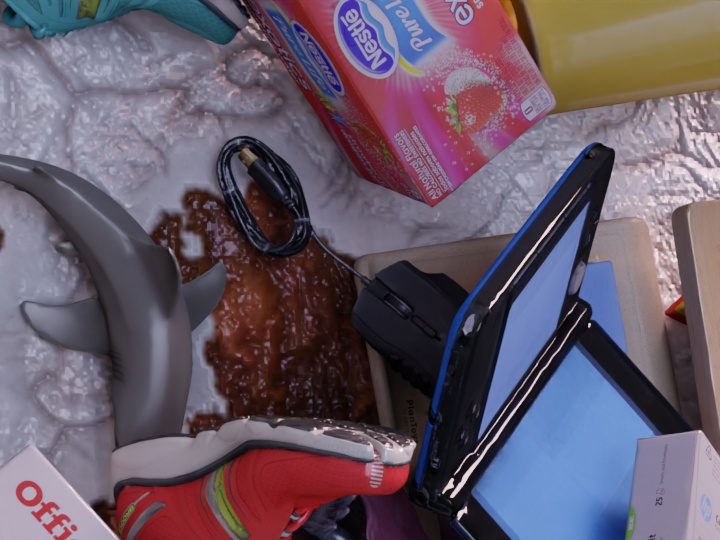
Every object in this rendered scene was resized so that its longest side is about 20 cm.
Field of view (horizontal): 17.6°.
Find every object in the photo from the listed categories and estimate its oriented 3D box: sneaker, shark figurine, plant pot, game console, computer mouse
[{"bbox_3d":[-0.152,-0.157,1.215,0.199,0.078,0.080,18,103,-26],"label":"sneaker"},{"bbox_3d":[-0.132,-0.010,1.183,0.128,0.089,0.215,-45,103,-26],"label":"shark figurine"},{"bbox_3d":[-0.045,0.117,1.114,0.077,0.199,0.086,8,74,-40],"label":"sneaker"},{"bbox_3d":[0.158,-0.176,1.298,0.188,0.201,0.202,-21,91,-10],"label":"plant pot"},{"bbox_3d":[0.118,0.062,1.183,0.118,0.172,0.200,22,37,14],"label":"game console"},{"bbox_3d":[0.000,0.000,1.247,0.200,0.034,0.059,40,85,1],"label":"computer mouse"}]

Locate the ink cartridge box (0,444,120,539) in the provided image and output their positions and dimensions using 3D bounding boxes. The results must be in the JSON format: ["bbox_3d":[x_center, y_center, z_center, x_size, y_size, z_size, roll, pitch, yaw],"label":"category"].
[{"bbox_3d":[-0.184,0.203,1.103,0.145,0.084,0.200,46,65,8],"label":"ink cartridge box"}]

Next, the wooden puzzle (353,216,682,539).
[{"bbox_3d":[0.102,0.069,1.302,0.199,0.046,0.187,-8,85,-26],"label":"wooden puzzle"}]

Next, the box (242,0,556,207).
[{"bbox_3d":[0.003,-0.144,1.226,0.095,0.100,0.201,-39,115,-12],"label":"box"}]

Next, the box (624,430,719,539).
[{"bbox_3d":[0.176,0.207,1.184,0.156,0.041,0.201,51,41,-42],"label":"box"}]

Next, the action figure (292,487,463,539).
[{"bbox_3d":[0.025,0.172,1.204,0.200,0.148,0.135,43,36,-32],"label":"action figure"}]

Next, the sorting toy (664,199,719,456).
[{"bbox_3d":[0.270,0.057,1.371,0.198,0.070,0.202,-5,85,-26],"label":"sorting toy"}]
